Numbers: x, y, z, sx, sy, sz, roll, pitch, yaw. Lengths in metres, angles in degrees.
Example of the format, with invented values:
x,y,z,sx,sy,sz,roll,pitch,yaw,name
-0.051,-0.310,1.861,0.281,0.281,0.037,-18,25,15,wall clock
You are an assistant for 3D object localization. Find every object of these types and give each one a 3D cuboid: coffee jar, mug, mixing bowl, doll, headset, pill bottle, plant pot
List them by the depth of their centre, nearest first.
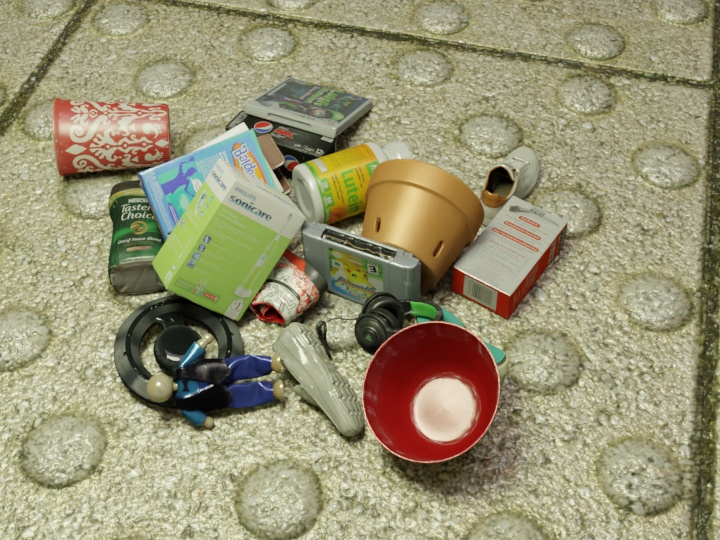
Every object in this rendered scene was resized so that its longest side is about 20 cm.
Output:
x,y,z,sx,sy,sz,roll,pitch,yaw,name
0.110,0.185,1.520,0.197,0.108,0.203,-7,67,16,mixing bowl
-0.215,0.161,1.564,0.197,0.048,0.139,-6,90,-17,doll
0.029,0.093,1.618,0.197,0.095,0.124,-2,20,11,headset
0.083,-0.063,1.718,0.198,0.201,0.141,19,65,16,plant pot
-0.366,-0.062,1.769,0.103,0.086,0.202,-7,48,-7,coffee jar
-0.009,-0.155,1.838,0.198,0.112,0.112,-20,51,-18,pill bottle
-0.441,-0.257,1.915,0.197,0.134,0.179,-2,50,-7,mug

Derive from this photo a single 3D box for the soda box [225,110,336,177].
x,y,z,sx,sy,sz,roll,pitch,yaw,name
-0.142,-0.220,1.919,0.198,0.071,0.064,19,46,17,soda box

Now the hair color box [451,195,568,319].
x,y,z,sx,sy,sz,roll,pitch,yaw,name
0.247,-0.024,1.759,0.110,0.064,0.200,27,55,23,hair color box

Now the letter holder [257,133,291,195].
x,y,z,sx,sy,sz,roll,pitch,yaw,name
-0.216,-0.125,1.819,0.198,0.101,0.143,-20,53,-18,letter holder

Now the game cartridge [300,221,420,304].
x,y,z,sx,sy,sz,roll,pitch,yaw,name
0.000,0.000,1.686,0.198,0.134,0.041,19,58,17,game cartridge

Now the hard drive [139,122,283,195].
x,y,z,sx,sy,sz,roll,pitch,yaw,name
-0.242,-0.135,1.748,0.199,0.026,0.133,-33,96,-14,hard drive

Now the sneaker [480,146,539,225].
x,y,z,sx,sy,sz,roll,pitch,yaw,name
0.267,-0.167,1.872,0.072,0.085,0.201,19,49,18,sneaker

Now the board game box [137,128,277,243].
x,y,z,sx,sy,sz,roll,pitch,yaw,name
-0.236,-0.119,1.712,0.198,0.045,0.154,-22,93,-14,board game box

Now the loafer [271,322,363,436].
x,y,z,sx,sy,sz,roll,pitch,yaw,name
-0.064,0.169,1.590,0.070,0.070,0.201,-44,61,16,loafer

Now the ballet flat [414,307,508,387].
x,y,z,sx,sy,sz,roll,pitch,yaw,name
0.152,0.122,1.623,0.069,0.070,0.200,-26,37,-22,ballet flat

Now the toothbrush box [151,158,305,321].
x,y,z,sx,sy,sz,roll,pitch,yaw,name
-0.203,-0.045,1.645,0.145,0.201,0.086,26,14,-37,toothbrush box

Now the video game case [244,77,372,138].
x,y,z,sx,sy,sz,roll,pitch,yaw,name
-0.093,-0.306,1.984,0.180,0.024,0.200,18,28,14,video game case

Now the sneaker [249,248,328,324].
x,y,z,sx,sy,sz,roll,pitch,yaw,name
-0.156,0.011,1.719,0.200,0.068,0.108,31,65,33,sneaker

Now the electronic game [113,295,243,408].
x,y,z,sx,sy,sz,roll,pitch,yaw,name
-0.278,0.122,1.635,0.197,0.042,0.202,5,51,-7,electronic game
